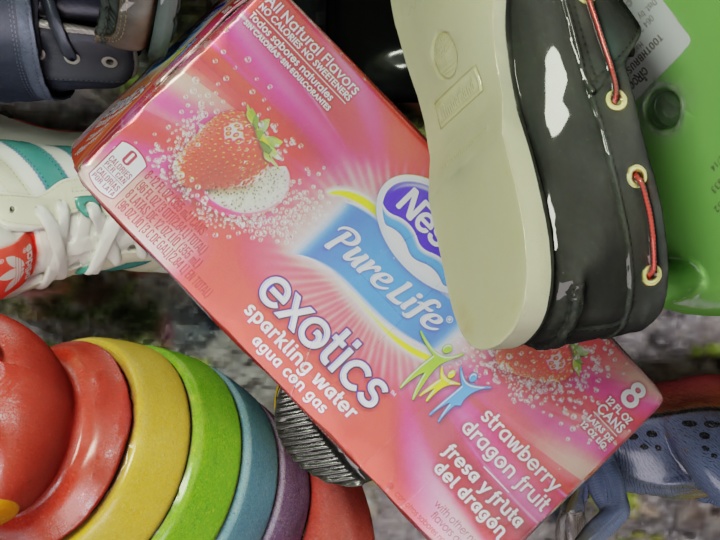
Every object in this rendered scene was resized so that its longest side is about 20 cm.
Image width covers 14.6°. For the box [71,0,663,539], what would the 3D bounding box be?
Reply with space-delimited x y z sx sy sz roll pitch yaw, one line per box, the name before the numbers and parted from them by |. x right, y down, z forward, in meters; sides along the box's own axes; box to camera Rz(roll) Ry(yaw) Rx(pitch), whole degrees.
box | 0.000 0.000 0.978 0.095 0.100 0.200 -44 100 1

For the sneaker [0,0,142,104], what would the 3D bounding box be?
sneaker | -0.152 -0.112 0.969 0.146 0.077 0.202 -4 162 10

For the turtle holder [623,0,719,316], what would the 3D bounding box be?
turtle holder | 0.143 -0.053 0.966 0.185 0.132 0.141 25 111 33

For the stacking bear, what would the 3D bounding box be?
stacking bear | -0.102 0.077 1.075 0.121 0.114 0.200 -19 146 35

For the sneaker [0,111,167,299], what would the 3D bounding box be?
sneaker | -0.112 -0.015 1.061 0.199 0.094 0.071 8 125 0

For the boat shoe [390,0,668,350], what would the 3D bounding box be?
boat shoe | 0.054 -0.074 0.914 0.063 0.202 0.074 -3 167 -27

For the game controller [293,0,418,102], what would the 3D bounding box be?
game controller | 0.006 -0.145 1.001 0.104 0.042 0.201 -5 126 -9

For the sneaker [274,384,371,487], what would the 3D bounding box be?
sneaker | 0.045 0.000 1.080 0.200 0.090 0.070 -39 99 -1

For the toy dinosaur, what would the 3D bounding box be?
toy dinosaur | 0.110 0.066 1.136 0.181 0.105 0.200 33 84 -3

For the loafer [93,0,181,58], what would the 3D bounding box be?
loafer | -0.083 -0.173 0.939 0.063 0.072 0.201 4 102 -9
